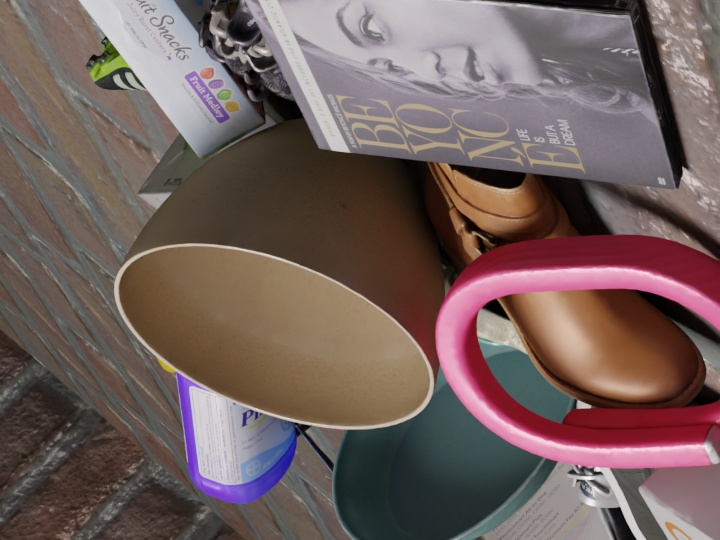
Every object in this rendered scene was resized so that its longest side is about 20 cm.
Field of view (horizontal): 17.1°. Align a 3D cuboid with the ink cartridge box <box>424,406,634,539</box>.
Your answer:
[{"bbox_3d":[0.114,0.144,1.688,0.128,0.125,0.200,31,161,52],"label":"ink cartridge box"}]

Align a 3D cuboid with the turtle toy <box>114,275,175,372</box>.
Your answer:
[{"bbox_3d":[-0.104,0.013,1.914,0.200,0.146,0.101,51,150,40],"label":"turtle toy"}]

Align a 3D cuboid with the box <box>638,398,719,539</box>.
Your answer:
[{"bbox_3d":[0.265,0.173,1.390,0.124,0.097,0.200,32,163,44],"label":"box"}]

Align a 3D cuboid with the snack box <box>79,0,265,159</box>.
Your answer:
[{"bbox_3d":[-0.130,-0.184,1.433,0.200,0.053,0.142,53,-164,-36],"label":"snack box"}]

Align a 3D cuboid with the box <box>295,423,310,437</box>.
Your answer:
[{"bbox_3d":[-0.065,0.017,1.776,0.159,0.046,0.200,45,-155,-8],"label":"box"}]

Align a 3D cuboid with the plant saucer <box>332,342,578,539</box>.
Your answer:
[{"bbox_3d":[0.070,0.107,1.555,0.036,0.200,0.200,44,169,-33],"label":"plant saucer"}]

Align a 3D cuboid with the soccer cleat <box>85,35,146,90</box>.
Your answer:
[{"bbox_3d":[-0.138,-0.146,1.696,0.081,0.068,0.200,34,171,-19],"label":"soccer cleat"}]

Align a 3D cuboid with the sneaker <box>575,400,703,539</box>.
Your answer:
[{"bbox_3d":[0.216,0.144,1.507,0.099,0.071,0.200,23,158,49],"label":"sneaker"}]

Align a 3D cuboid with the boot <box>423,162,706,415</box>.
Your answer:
[{"bbox_3d":[0.107,-0.009,1.363,0.200,0.074,0.155,34,160,28],"label":"boot"}]

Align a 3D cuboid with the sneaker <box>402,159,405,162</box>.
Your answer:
[{"bbox_3d":[0.000,0.000,1.563,0.091,0.076,0.200,10,114,48],"label":"sneaker"}]

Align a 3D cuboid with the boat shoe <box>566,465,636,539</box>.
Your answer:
[{"bbox_3d":[0.172,0.130,1.594,0.072,0.069,0.200,36,162,36],"label":"boat shoe"}]

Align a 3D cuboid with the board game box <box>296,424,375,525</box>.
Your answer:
[{"bbox_3d":[0.034,0.173,1.657,0.200,0.039,0.158,50,178,29],"label":"board game box"}]

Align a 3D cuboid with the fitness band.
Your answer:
[{"bbox_3d":[0.135,0.046,1.323,0.200,0.037,0.144,-4,126,34],"label":"fitness band"}]

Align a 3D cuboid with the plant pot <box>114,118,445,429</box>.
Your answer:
[{"bbox_3d":[-0.033,-0.013,1.452,0.200,0.135,0.200,14,151,8],"label":"plant pot"}]

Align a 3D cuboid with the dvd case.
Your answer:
[{"bbox_3d":[0.051,-0.094,1.186,0.200,0.016,0.149,8,152,22],"label":"dvd case"}]

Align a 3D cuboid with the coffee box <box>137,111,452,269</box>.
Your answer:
[{"bbox_3d":[-0.041,-0.024,1.665,0.200,0.080,0.114,39,167,-20],"label":"coffee box"}]

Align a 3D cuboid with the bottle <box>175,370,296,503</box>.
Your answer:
[{"bbox_3d":[-0.087,0.062,1.625,0.065,0.084,0.200,17,131,26],"label":"bottle"}]

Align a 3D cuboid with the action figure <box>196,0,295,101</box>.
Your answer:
[{"bbox_3d":[-0.042,-0.148,1.318,0.119,0.102,0.200,33,176,16],"label":"action figure"}]

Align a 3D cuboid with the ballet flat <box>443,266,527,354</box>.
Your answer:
[{"bbox_3d":[0.110,0.020,1.502,0.200,0.067,0.062,26,130,45],"label":"ballet flat"}]
